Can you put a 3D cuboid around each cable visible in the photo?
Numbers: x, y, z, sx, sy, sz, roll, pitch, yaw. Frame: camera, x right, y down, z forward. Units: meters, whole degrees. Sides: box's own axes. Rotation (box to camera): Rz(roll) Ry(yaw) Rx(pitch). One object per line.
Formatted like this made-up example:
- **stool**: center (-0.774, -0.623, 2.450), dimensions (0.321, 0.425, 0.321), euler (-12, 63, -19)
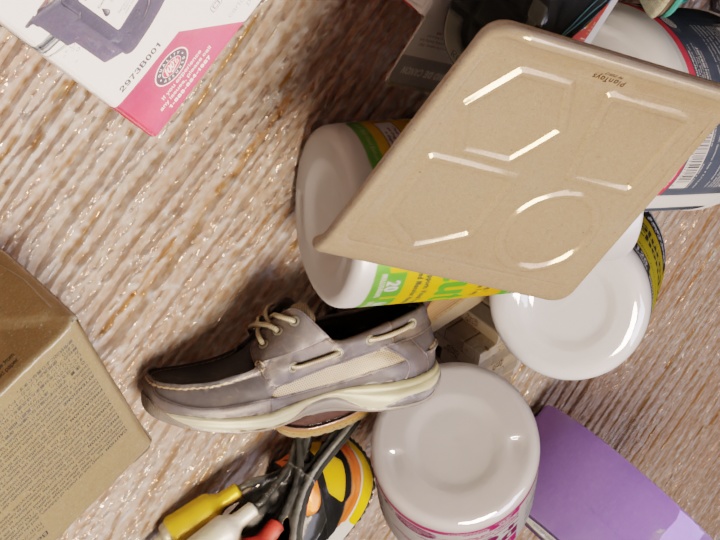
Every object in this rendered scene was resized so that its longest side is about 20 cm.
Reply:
- **cable**: center (-0.052, 0.147, 1.579), dimensions (0.200, 0.097, 0.050), euler (-49, 159, -7)

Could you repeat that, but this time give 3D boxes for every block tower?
- **block tower**: center (0.071, 0.104, 1.759), dimensions (0.054, 0.058, 0.201), euler (-27, 142, -38)

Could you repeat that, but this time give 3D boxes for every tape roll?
- **tape roll**: center (0.201, 0.207, 1.923), dimensions (0.085, 0.200, 0.200), euler (-49, 153, -6)

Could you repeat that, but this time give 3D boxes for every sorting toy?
- **sorting toy**: center (0.093, -0.061, 1.319), dimensions (0.184, 0.037, 0.200), euler (12, 136, -35)

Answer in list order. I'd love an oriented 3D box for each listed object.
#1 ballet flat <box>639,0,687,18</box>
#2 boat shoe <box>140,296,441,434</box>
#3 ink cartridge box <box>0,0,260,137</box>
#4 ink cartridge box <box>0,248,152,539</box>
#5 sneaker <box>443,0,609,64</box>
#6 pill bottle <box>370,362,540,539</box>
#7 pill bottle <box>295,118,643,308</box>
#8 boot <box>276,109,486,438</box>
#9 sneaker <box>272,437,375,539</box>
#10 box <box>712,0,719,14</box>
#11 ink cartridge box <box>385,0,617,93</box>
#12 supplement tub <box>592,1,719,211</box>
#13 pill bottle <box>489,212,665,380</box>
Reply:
- **ballet flat**: center (0.189, -0.199, 1.504), dimensions (0.068, 0.062, 0.200), euler (-59, 176, 7)
- **boat shoe**: center (-0.045, 0.053, 1.478), dimensions (0.198, 0.074, 0.074), euler (-8, 107, -23)
- **ink cartridge box**: center (-0.122, -0.171, 1.098), dimensions (0.145, 0.084, 0.200), euler (-52, 153, 0)
- **ink cartridge box**: center (-0.225, 0.110, 1.290), dimensions (0.200, 0.075, 0.165), euler (-45, 153, -14)
- **sneaker**: center (0.121, -0.190, 1.296), dimensions (0.200, 0.075, 0.079), euler (-50, 163, 19)
- **pill bottle**: center (0.066, 0.141, 1.619), dimensions (0.113, 0.113, 0.200), euler (-46, 167, -10)
- **pill bottle**: center (0.069, -0.040, 1.444), dimensions (0.198, 0.111, 0.112), euler (-5, 133, -22)
- **boot**: center (0.000, 0.000, 1.539), dimensions (0.200, 0.072, 0.167), euler (-38, 137, -17)
- **sneaker**: center (-0.063, 0.208, 1.675), dimensions (0.090, 0.070, 0.201), euler (-4, 123, -47)
- **box**: center (0.331, -0.241, 1.748), dimensions (0.161, 0.049, 0.201), euler (-43, 152, -19)
- **ink cartridge box**: center (0.081, -0.194, 1.381), dimensions (0.199, 0.084, 0.176), euler (5, 121, -58)
- **supplement tub**: center (0.201, -0.111, 1.604), dimensions (0.199, 0.140, 0.141), euler (-4, 128, -55)
- **pill bottle**: center (0.158, -0.001, 1.653), dimensions (0.113, 0.111, 0.200), euler (-61, 177, 18)
